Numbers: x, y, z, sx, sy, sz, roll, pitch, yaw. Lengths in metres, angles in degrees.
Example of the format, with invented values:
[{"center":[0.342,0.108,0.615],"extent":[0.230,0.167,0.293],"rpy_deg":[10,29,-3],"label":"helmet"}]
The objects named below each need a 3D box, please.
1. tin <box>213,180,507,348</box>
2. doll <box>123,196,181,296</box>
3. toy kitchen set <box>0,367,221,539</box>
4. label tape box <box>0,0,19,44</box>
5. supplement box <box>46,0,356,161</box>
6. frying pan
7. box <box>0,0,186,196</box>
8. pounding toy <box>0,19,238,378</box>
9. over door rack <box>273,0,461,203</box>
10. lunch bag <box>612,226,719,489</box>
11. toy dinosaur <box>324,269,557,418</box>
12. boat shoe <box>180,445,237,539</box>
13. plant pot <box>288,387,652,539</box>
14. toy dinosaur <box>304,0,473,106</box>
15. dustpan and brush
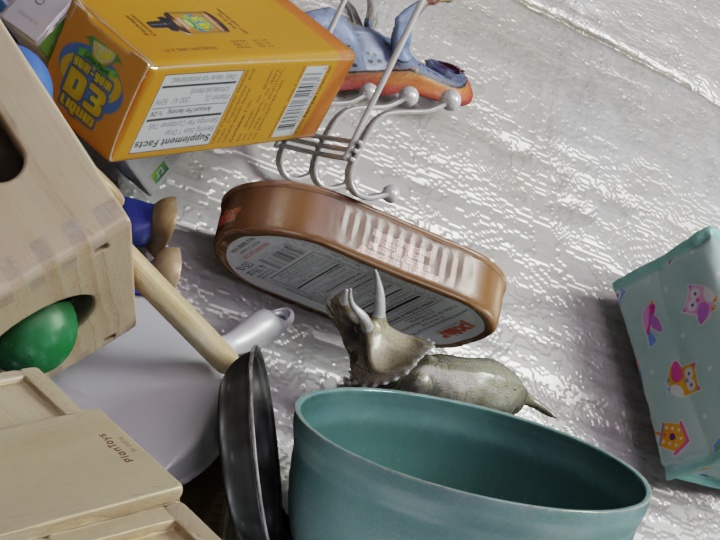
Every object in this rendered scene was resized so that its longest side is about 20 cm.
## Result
[{"center":[0.000,0.000,1.017],"extent":[0.199,0.112,0.042],"rpy_deg":[22,69,-22],"label":"tin"},{"center":[-0.207,-0.036,0.936],"extent":[0.199,0.049,0.137],"rpy_deg":[13,48,-26],"label":"doll"},{"center":[-0.167,0.171,0.667],"extent":[0.162,0.182,0.200],"rpy_deg":[-9,31,-40],"label":"toy kitchen set"},{"center":[-0.278,-0.193,0.911],"extent":[0.200,0.144,0.063],"rpy_deg":[43,50,-7],"label":"label tape box"},{"center":[-0.088,-0.112,0.905],"extent":[0.066,0.069,0.200],"rpy_deg":[40,25,21],"label":"supplement box"},{"center":[-0.054,0.110,0.888],"extent":[0.031,0.190,0.116],"rpy_deg":[-6,71,1],"label":"frying pan"},{"center":[-0.118,-0.145,0.935],"extent":[0.036,0.200,0.145],"rpy_deg":[36,79,20],"label":"box"},{"center":[-0.169,-0.022,0.811],"extent":[0.142,0.184,0.201],"rpy_deg":[-31,77,-16],"label":"pounding toy"},{"center":[0.015,-0.145,1.019],"extent":[0.066,0.148,0.201],"rpy_deg":[14,92,-24],"label":"over door rack"},{"center":[0.303,0.075,1.178],"extent":[0.199,0.122,0.171],"rpy_deg":[13,55,-38],"label":"lunch bag"},{"center":[0.054,0.082,1.012],"extent":[0.199,0.102,0.077],"rpy_deg":[21,55,-22],"label":"toy dinosaur"},{"center":[-0.102,0.153,0.893],"extent":[0.072,0.065,0.201],"rpy_deg":[-1,44,-9],"label":"boat shoe"},{"center":[0.048,0.159,0.876],"extent":[0.199,0.200,0.135],"rpy_deg":[7,100,-31],"label":"plant pot"},{"center":[-0.005,-0.151,1.148],"extent":[0.181,0.105,0.200],"rpy_deg":[39,82,-21],"label":"toy dinosaur"},{"center":[-0.105,0.054,0.932],"extent":[0.139,0.057,0.200],"rpy_deg":[36,48,23],"label":"dustpan and brush"}]
